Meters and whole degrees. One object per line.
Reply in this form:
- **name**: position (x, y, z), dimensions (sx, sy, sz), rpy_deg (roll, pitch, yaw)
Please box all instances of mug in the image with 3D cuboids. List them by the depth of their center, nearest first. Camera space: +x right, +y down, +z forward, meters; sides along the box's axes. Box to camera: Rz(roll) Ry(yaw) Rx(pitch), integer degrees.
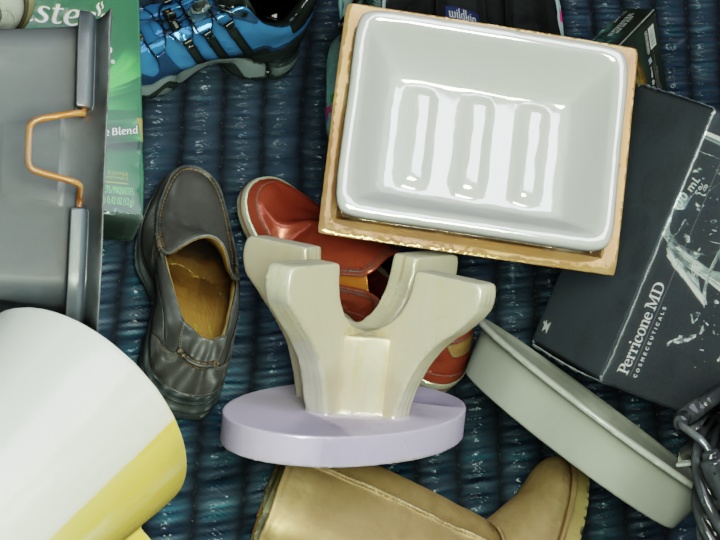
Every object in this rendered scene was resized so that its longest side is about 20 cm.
- **mug**: position (-0.187, 0.135, 1.402), dimensions (0.186, 0.150, 0.153), rpy_deg (34, 50, 9)

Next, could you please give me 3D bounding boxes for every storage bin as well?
- **storage bin**: position (-0.222, -0.060, 1.515), dimensions (0.133, 0.146, 0.201), rpy_deg (2, 79, -7)

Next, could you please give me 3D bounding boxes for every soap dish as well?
- **soap dish**: position (0.076, -0.082, 1.633), dimensions (0.199, 0.081, 0.158), rpy_deg (8, 76, -6)

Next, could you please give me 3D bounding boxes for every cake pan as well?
- **cake pan**: position (0.148, 0.104, 1.630), dimensions (0.200, 0.037, 0.200), rpy_deg (36, 4, -3)

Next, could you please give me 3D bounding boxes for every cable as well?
- **cable**: position (0.270, 0.143, 1.593), dimensions (0.200, 0.051, 0.164), rpy_deg (-19, 85, -60)

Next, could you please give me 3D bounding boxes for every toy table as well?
- **toy table**: position (-0.003, 0.049, 1.555), dimensions (0.183, 0.118, 0.200), rpy_deg (10, 9, 23)

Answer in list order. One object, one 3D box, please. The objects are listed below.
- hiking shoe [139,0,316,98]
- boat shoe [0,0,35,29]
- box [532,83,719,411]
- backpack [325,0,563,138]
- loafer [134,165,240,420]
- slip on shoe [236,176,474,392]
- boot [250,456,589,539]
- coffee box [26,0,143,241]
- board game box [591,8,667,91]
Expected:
- **hiking shoe**: position (-0.119, -0.179, 1.758), dimensions (0.199, 0.087, 0.075), rpy_deg (-14, 60, -38)
- **boat shoe**: position (-0.288, -0.163, 1.585), dimensions (0.068, 0.199, 0.075), rpy_deg (-34, 109, -40)
- **box**: position (0.256, 0.004, 1.708), dimensions (0.196, 0.201, 0.124), rpy_deg (21, 4, -22)
- **backpack**: position (0.063, -0.165, 1.806), dimensions (0.177, 0.150, 0.201), rpy_deg (16, 55, -27)
- **loafer**: position (-0.105, 0.001, 1.616), dimensions (0.072, 0.072, 0.201), rpy_deg (12, 46, -20)
- **slip on shoe**: position (0.000, 0.000, 1.690), dimensions (0.200, 0.061, 0.074), rpy_deg (41, 45, 10)
- **boot**: position (0.043, 0.149, 1.580), dimensions (0.199, 0.066, 0.176), rpy_deg (24, 37, -5)
- **coffee box**: position (-0.208, -0.122, 1.644), dimensions (0.122, 0.044, 0.201), rpy_deg (6, 63, -17)
- **board game box**: position (0.191, -0.071, 1.790), dimensions (0.028, 0.201, 0.135), rpy_deg (5, 31, 31)
